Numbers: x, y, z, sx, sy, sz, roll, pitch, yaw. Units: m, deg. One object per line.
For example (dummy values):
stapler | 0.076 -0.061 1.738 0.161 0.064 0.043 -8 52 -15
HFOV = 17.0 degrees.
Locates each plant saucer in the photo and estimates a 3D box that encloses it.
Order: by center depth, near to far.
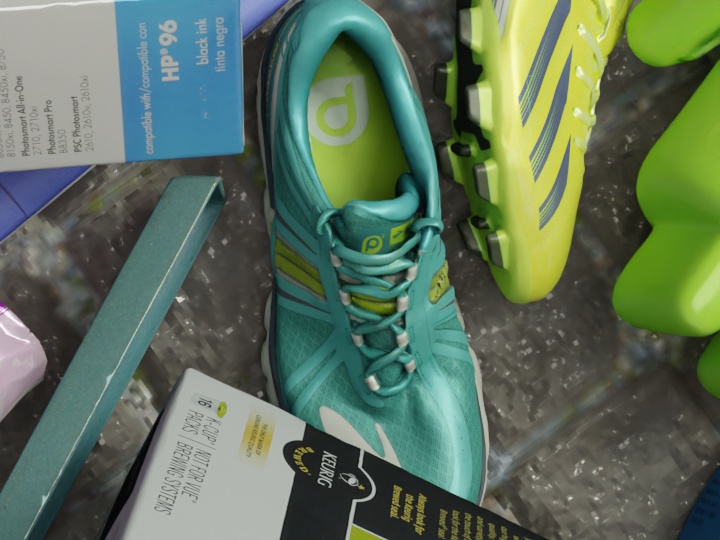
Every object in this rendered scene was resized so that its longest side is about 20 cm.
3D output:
plant saucer | -0.101 0.056 0.833 0.019 0.070 0.200 29 85 1

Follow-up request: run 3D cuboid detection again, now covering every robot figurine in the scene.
robot figurine | 0.176 -0.046 0.843 0.175 0.116 0.200 39 82 -11

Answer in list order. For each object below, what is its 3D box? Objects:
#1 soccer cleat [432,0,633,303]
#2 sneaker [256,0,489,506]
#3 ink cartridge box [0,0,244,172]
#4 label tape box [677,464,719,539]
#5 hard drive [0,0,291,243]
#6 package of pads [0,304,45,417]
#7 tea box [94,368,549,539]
soccer cleat | 0.068 -0.089 0.861 0.084 0.065 0.200 -3 89 -13
sneaker | 0.000 0.000 0.841 0.077 0.080 0.200 -12 90 -7
ink cartridge box | -0.142 -0.090 0.779 0.200 0.116 0.068 -5 131 -6
label tape box | 0.216 0.134 0.829 0.200 0.143 0.066 30 86 -5
hard drive | -0.098 -0.121 0.861 0.200 0.025 0.132 -41 93 -6
package of pads | -0.209 0.059 0.779 0.120 0.076 0.200 43 61 -2
tea box | -0.009 0.161 0.758 0.197 0.200 0.134 26 112 -4
